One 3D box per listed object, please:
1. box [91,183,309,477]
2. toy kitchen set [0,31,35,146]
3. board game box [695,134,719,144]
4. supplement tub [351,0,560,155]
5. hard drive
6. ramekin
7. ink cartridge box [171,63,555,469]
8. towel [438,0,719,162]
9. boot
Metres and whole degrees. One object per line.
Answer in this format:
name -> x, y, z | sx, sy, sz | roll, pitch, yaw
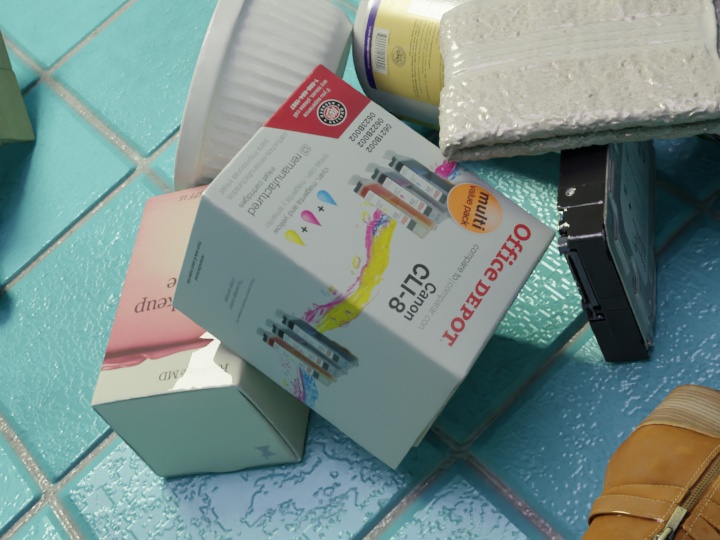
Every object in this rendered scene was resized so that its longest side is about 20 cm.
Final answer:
box -> -0.108, 0.041, 0.969 | 0.126, 0.109, 0.202 | -10, 49, 21
toy kitchen set -> -0.463, -0.185, 1.249 | 0.161, 0.200, 0.183 | -18, 90, 14
board game box -> 0.287, -0.094, 0.872 | 0.199, 0.095, 0.030 | 30, 98, 41
supplement tub -> 0.107, -0.174, 1.003 | 0.199, 0.146, 0.146 | 21, 66, 39
hard drive -> 0.174, -0.058, 0.872 | 0.037, 0.140, 0.202 | -7, 50, 23
ramekin -> -0.076, -0.143, 1.047 | 0.104, 0.201, 0.202 | 16, 57, 0
ink cartridge box -> 0.000, 0.000, 0.843 | 0.199, 0.145, 0.146 | 35, 55, 4
towel -> 0.147, -0.135, 0.827 | 0.197, 0.035, 0.134 | -6, 51, 12
boot -> 0.224, 0.138, 0.679 | 0.198, 0.077, 0.155 | 19, 40, 27
